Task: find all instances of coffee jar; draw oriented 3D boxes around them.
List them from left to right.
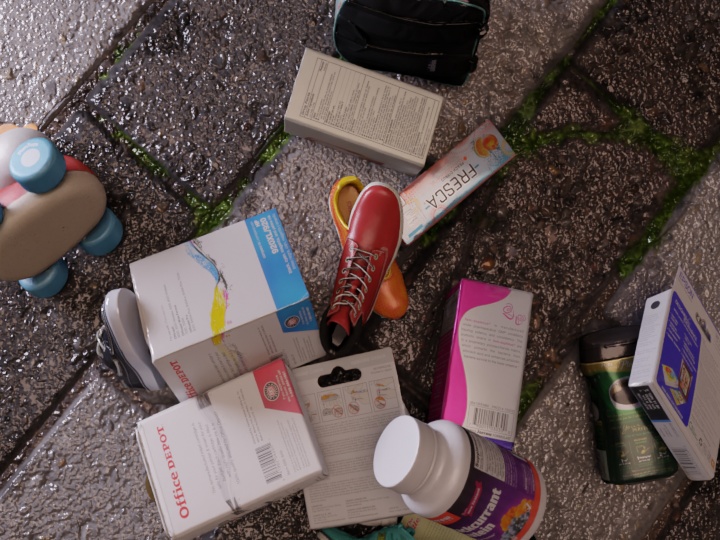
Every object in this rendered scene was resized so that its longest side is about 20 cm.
[{"bbox_3d":[0.358,0.178,1.167,0.102,0.085,0.205,-10,86,5],"label":"coffee jar"}]

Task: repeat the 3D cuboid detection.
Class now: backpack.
[{"bbox_3d":[0.060,-0.347,1.143,0.194,0.176,0.157,0,68,-4],"label":"backpack"}]

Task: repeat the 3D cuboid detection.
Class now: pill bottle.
[{"bbox_3d":[0.115,0.244,1.011,0.198,0.111,0.113,29,82,-28],"label":"pill bottle"}]

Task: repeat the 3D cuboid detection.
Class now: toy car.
[{"bbox_3d":[-0.434,-0.106,1.100,0.176,0.185,0.201,-38,60,-7],"label":"toy car"}]

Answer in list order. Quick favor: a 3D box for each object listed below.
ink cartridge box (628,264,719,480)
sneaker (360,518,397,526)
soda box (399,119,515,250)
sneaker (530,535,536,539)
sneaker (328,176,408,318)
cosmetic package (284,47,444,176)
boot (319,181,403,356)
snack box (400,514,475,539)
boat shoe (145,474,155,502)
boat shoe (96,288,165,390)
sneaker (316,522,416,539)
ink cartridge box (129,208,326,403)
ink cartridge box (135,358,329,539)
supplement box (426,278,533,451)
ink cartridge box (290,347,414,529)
[{"bbox_3d":[0.429,0.134,1.144,0.199,0.043,0.202,50,50,-26],"label":"ink cartridge box"},{"bbox_3d":[0.008,0.234,1.142,0.086,0.075,0.206,0,86,7],"label":"sneaker"},{"bbox_3d":[0.114,-0.115,1.178,0.199,0.068,0.064,-39,90,-7],"label":"soda box"},{"bbox_3d":[0.210,0.363,1.124,0.072,0.112,0.203,-29,88,-8],"label":"sneaker"},{"bbox_3d":[0.007,-0.028,1.157,0.072,0.077,0.203,-26,90,-9],"label":"sneaker"},{"bbox_3d":[0.002,-0.210,1.166,0.196,0.087,0.106,20,85,-4],"label":"cosmetic package"},{"bbox_3d":[0.000,0.000,1.062,0.071,0.145,0.204,17,111,6],"label":"boot"},{"bbox_3d":[0.094,0.375,1.122,0.115,0.037,0.203,24,82,32],"label":"snack box"},{"bbox_3d":[-0.179,0.251,1.119,0.196,0.065,0.075,-20,70,2],"label":"boat shoe"},{"bbox_3d":[-0.295,0.091,1.066,0.066,0.201,0.073,-5,60,0],"label":"boat shoe"},{"bbox_3d":[0.037,0.361,1.101,0.196,0.078,0.081,11,65,23],"label":"sneaker"},{"bbox_3d":[-0.164,0.050,1.077,0.196,0.148,0.147,-21,58,-7],"label":"ink cartridge box"},{"bbox_3d":[-0.154,0.219,1.047,0.196,0.085,0.148,-23,72,-2],"label":"ink cartridge box"},{"bbox_3d":[0.155,0.126,1.133,0.099,0.103,0.205,12,78,-4],"label":"supplement box"},{"bbox_3d":[-0.004,0.214,1.097,0.159,0.057,0.205,-14,80,19],"label":"ink cartridge box"}]
